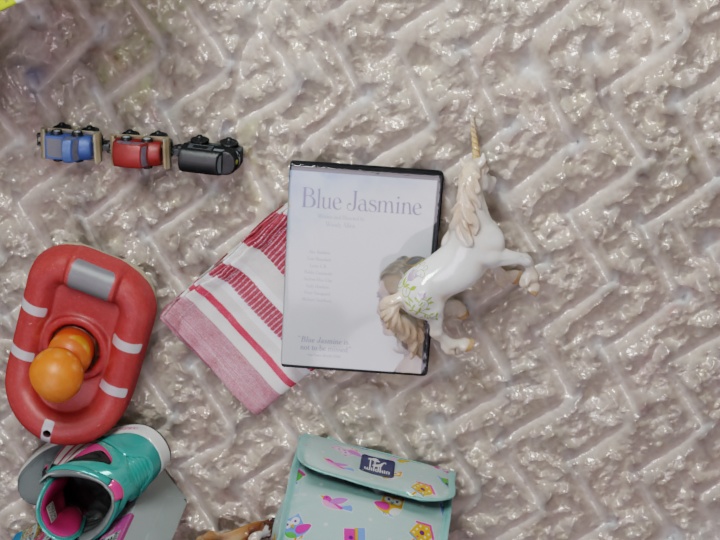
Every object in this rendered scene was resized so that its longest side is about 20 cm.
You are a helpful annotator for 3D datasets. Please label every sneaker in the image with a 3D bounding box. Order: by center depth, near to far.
[{"bbox_3d":[-0.292,0.222,1.486,0.198,0.121,0.084,-20,104,33],"label":"sneaker"}]

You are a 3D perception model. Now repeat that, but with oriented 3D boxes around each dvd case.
[{"bbox_3d":[0.000,0.000,1.389,0.141,0.018,0.203,4,110,1],"label":"dvd case"}]

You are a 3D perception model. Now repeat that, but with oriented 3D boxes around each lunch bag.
[{"bbox_3d":[0.002,0.251,1.426,0.168,0.201,0.123,13,138,2],"label":"lunch bag"}]

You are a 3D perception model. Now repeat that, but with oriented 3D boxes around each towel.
[{"bbox_3d":[-0.080,0.036,1.435,0.199,0.023,0.144,-39,104,23],"label":"towel"}]

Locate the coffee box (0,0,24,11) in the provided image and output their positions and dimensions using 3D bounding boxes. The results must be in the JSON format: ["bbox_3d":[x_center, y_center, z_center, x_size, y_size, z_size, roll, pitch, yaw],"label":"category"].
[{"bbox_3d":[-0.283,-0.330,1.204,0.196,0.200,0.202,-19,110,17],"label":"coffee box"}]

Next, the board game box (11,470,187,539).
[{"bbox_3d":[-0.285,0.293,1.520,0.199,0.148,0.065,-30,108,20],"label":"board game box"}]

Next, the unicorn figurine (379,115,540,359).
[{"bbox_3d":[0.094,-0.011,1.342,0.201,0.074,0.137,-51,127,-2],"label":"unicorn figurine"}]

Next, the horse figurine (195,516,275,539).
[{"bbox_3d":[-0.185,0.316,1.540,0.200,0.132,0.050,-43,80,32],"label":"horse figurine"}]

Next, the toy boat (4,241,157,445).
[{"bbox_3d":[-0.279,0.083,1.431,0.129,0.131,0.202,20,116,1],"label":"toy boat"}]

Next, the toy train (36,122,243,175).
[{"bbox_3d":[-0.206,-0.109,1.377,0.197,0.046,0.035,6,116,8],"label":"toy train"}]
